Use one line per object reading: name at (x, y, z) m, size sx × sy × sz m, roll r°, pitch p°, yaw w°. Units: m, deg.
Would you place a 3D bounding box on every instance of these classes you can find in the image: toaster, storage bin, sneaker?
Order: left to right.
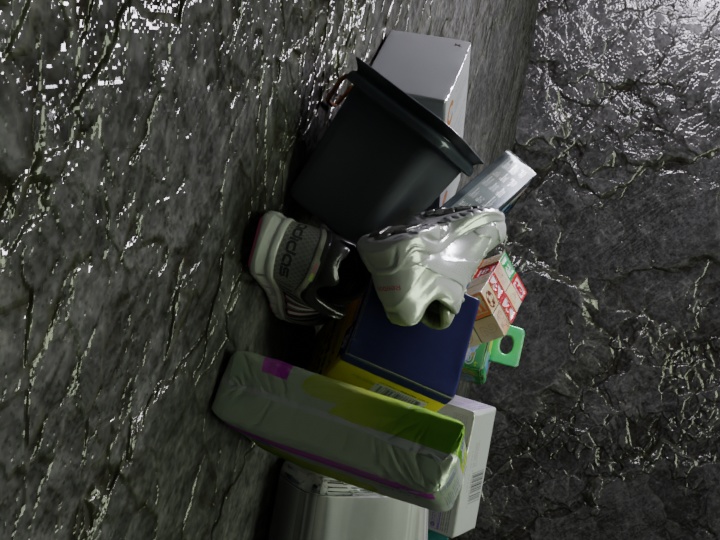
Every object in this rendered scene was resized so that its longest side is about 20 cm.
sneaker at (-0.032, 0.012, 0.839) m, size 0.200 × 0.087 × 0.074 m, roll 62°, pitch 49°, yaw -69°
toaster at (-0.018, 0.266, 1.002) m, size 0.114 × 0.200 × 0.129 m, roll 10°, pitch -87°, yaw 63°
storage bin at (0.013, -0.100, 0.899) m, size 0.134 × 0.145 × 0.200 m, roll -52°, pitch 170°, yaw 7°
sneaker at (0.069, -0.001, 0.849) m, size 0.200 × 0.078 × 0.100 m, roll -20°, pitch 105°, yaw -50°

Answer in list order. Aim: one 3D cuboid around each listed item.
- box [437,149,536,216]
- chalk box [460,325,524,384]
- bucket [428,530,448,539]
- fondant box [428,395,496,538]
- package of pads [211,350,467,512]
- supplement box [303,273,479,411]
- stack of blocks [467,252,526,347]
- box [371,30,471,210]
box at (0.096, -0.026, 1.042) m, size 0.200 × 0.046 × 0.159 m, roll -41°, pitch 167°, yaw -41°
chalk box at (0.151, 0.098, 1.483) m, size 0.124 × 0.200 × 0.125 m, roll 62°, pitch 41°, yaw -71°
bucket at (0.060, 0.254, 1.244) m, size 0.135 × 0.207 × 0.208 m, roll -31°, pitch 132°, yaw -79°
fondant box at (0.046, 0.203, 1.105) m, size 0.058 × 0.200 × 0.145 m, roll 0°, pitch 101°, yaw -57°
package of pads at (-0.010, 0.140, 0.810) m, size 0.155 × 0.200 × 0.068 m, roll 67°, pitch 42°, yaw -69°
supplement box at (0.017, 0.090, 0.937) m, size 0.200 × 0.109 × 0.109 m, roll 127°, pitch -15°, yaw -58°
stack of blocks at (0.086, 0.058, 1.137) m, size 0.059 × 0.200 × 0.115 m, roll 60°, pitch 31°, yaw -12°
box at (0.062, -0.154, 1.106) m, size 0.200 × 0.097 × 0.124 m, roll 90°, pitch 17°, yaw -44°
